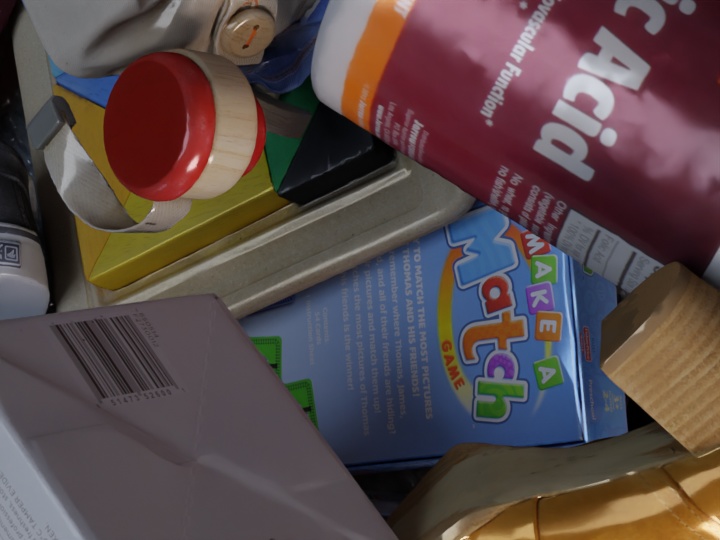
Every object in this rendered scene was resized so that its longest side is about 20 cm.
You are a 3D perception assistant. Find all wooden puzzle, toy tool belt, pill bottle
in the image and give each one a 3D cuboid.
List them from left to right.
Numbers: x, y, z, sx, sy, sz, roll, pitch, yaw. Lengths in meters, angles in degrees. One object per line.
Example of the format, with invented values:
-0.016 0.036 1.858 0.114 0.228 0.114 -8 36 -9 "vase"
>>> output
-0.053 -0.106 0.752 0.125 0.123 0.201 -44 59 33 "toy tool belt"
-0.057 -0.072 0.830 0.199 0.037 0.186 -27 63 29 "wooden puzzle"
0.094 -0.053 0.698 0.199 0.114 0.115 32 113 8 "pill bottle"

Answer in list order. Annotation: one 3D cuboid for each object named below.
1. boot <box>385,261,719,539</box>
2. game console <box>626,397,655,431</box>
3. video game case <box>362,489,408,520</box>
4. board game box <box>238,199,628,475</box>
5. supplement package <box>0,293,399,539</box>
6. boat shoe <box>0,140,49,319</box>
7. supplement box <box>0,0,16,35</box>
0.089 0.103 0.689 0.144 0.071 0.201 41 117 -8 "boot"
0.137 0.145 0.717 0.199 0.171 0.119 19 132 31 "game console"
-0.070 0.172 0.829 0.023 0.181 0.201 -137 58 -62 "video game case"
0.000 0.000 0.824 0.199 0.037 0.152 -10 80 35 "board game box"
-0.102 0.120 0.674 0.120 0.121 0.200 51 120 21 "supplement package"
-0.165 0.006 0.899 0.200 0.071 0.068 123 146 -65 "boat shoe"
-0.211 -0.086 0.935 0.201 0.061 0.109 -61 38 23 "supplement box"
